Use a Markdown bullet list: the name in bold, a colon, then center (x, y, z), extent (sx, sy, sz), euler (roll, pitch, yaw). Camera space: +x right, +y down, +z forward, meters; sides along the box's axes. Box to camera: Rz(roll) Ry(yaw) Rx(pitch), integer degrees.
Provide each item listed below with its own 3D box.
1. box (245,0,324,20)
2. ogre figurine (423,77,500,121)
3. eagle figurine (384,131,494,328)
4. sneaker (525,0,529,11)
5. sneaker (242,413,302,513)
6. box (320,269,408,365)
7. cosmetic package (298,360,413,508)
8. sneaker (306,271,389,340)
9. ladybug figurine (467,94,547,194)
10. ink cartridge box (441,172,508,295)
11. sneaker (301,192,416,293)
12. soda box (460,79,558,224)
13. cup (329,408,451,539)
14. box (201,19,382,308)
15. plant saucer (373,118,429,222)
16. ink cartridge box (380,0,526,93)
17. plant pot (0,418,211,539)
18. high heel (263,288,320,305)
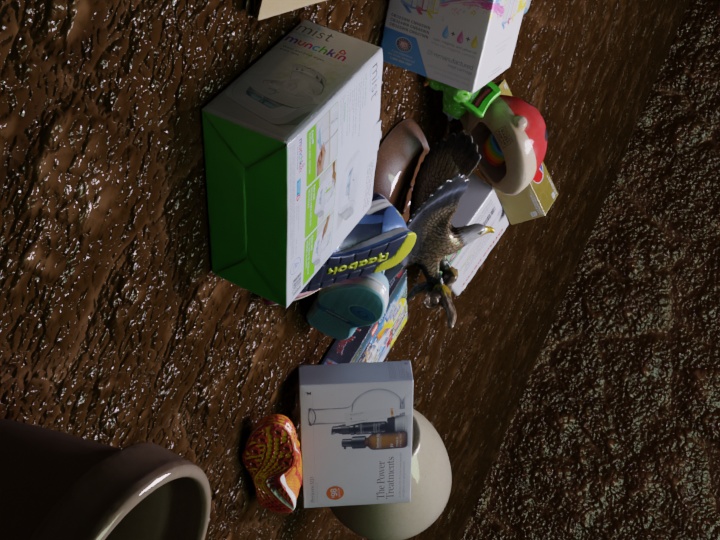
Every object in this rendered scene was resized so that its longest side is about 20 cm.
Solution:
- **box**: center (-0.033, -0.321, 0.968), extent (0.200, 0.021, 0.166), euler (-38, 146, -57)
- **ogre figurine**: center (0.146, -0.270, 1.397), extent (0.121, 0.097, 0.200), euler (-63, -166, -10)
- **eagle figurine**: center (0.098, -0.058, 1.366), extent (0.149, 0.151, 0.203), euler (-27, 124, -25)
- **sneaker**: center (0.200, -0.417, 1.404), extent (0.200, 0.078, 0.133), euler (-28, 140, -76)
- **sneaker**: center (-0.108, 0.231, 1.360), extent (0.202, 0.071, 0.078), euler (96, 4, -52)
- **box**: center (0.007, 0.104, 1.547), extent (0.201, 0.037, 0.138), euler (-57, 159, -27)
- **cosmetic package**: center (-0.006, 0.218, 1.421), extent (0.052, 0.148, 0.203), euler (-95, -177, -61)
- **sneaker**: center (0.000, 0.000, 1.293), extent (0.132, 0.079, 0.200), euler (-64, -168, -21)
- **ladybug figurine**: center (0.206, -0.179, 1.477), extent (0.071, 0.138, 0.200), euler (-26, 178, -9)
- **ink cartridge box**: center (0.143, -0.060, 1.630), extent (0.146, 0.083, 0.200), euler (-54, 161, -1)
- **sneaker**: center (-0.040, -0.033, 1.157), extent (0.197, 0.083, 0.074), euler (-12, 152, -27)
- **soda box**: center (0.221, -0.176, 1.609), extent (0.202, 0.063, 0.068), euler (60, 40, -18)
- **cup**: center (0.039, 0.272, 1.570), extent (0.202, 0.198, 0.144), euler (-56, 161, -29)
- **box**: center (-0.060, -0.102, 1.030), extent (0.177, 0.095, 0.202), euler (-52, 156, -39)
- **plant saucer**: center (0.048, -0.099, 1.431), extent (0.201, 0.036, 0.202), euler (-53, 157, -34)
- **ink cartridge box**: center (0.116, -0.328, 1.209), extent (0.125, 0.127, 0.203), euler (-40, 147, -52)
- **plant pot**: center (-0.232, 0.195, 0.773), extent (0.201, 0.172, 0.202), euler (-54, 158, -34)
- **high heel**: center (-0.051, -0.041, 1.217), extent (0.199, 0.067, 0.097), euler (-36, 115, -35)
